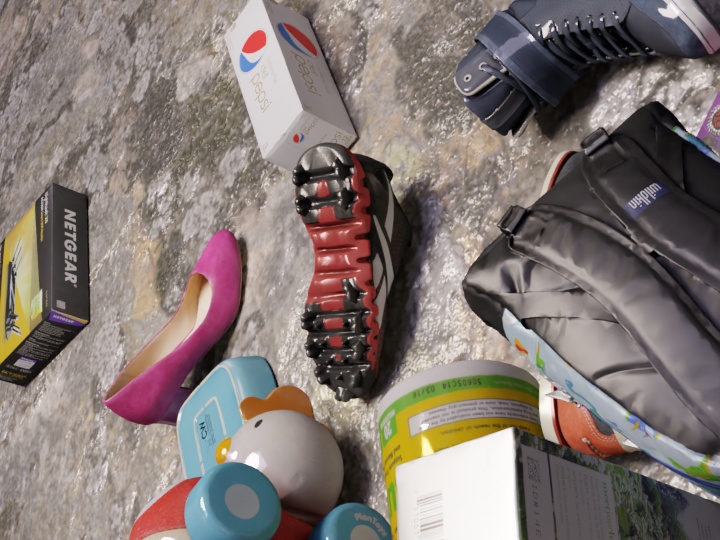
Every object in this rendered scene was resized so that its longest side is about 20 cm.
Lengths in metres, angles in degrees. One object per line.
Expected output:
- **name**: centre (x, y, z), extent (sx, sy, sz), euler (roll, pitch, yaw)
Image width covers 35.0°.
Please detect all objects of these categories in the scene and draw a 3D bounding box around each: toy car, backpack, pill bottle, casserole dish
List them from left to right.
- **casserole dish**: centre (-0.114, 0.160, 0.995), extent (0.121, 0.039, 0.201), euler (-47, 40, 25)
- **toy car**: centre (-0.078, 0.167, 0.853), extent (0.185, 0.176, 0.201), euler (-50, 26, 40)
- **pill bottle**: centre (0.075, 0.167, 0.690), extent (0.111, 0.110, 0.202), euler (-36, 47, 35)
- **backpack**: centre (0.178, 0.030, 0.591), extent (0.163, 0.154, 0.200), euler (-43, 37, -6)

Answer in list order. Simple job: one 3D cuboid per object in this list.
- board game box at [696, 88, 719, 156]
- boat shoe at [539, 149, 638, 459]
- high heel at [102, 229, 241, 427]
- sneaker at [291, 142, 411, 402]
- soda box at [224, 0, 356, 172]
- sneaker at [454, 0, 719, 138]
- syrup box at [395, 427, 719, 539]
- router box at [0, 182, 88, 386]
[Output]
- **board game box**: centre (0.266, -0.050, 0.632), extent (0.200, 0.032, 0.121), euler (32, 94, 53)
- **boat shoe**: centre (0.150, 0.016, 0.707), extent (0.062, 0.071, 0.202), euler (-15, 63, 44)
- **high heel**: centre (-0.177, 0.048, 1.081), extent (0.067, 0.095, 0.202), euler (7, 78, 53)
- **sneaker**: centre (0.000, 0.000, 0.907), extent (0.070, 0.097, 0.203), euler (-1, 94, 38)
- **soda box**: centre (-0.070, -0.177, 1.084), extent (0.064, 0.068, 0.201), euler (-47, 41, 25)
- **sneaker**: centre (0.147, -0.144, 0.775), extent (0.146, 0.077, 0.203), euler (-49, 30, 7)
- **syrup box**: centre (0.114, 0.148, 0.575), extent (0.081, 0.199, 0.080), euler (-27, 52, 40)
- **router box**: centre (-0.400, 0.017, 1.415), extent (0.157, 0.052, 0.201), euler (-40, 45, 32)
